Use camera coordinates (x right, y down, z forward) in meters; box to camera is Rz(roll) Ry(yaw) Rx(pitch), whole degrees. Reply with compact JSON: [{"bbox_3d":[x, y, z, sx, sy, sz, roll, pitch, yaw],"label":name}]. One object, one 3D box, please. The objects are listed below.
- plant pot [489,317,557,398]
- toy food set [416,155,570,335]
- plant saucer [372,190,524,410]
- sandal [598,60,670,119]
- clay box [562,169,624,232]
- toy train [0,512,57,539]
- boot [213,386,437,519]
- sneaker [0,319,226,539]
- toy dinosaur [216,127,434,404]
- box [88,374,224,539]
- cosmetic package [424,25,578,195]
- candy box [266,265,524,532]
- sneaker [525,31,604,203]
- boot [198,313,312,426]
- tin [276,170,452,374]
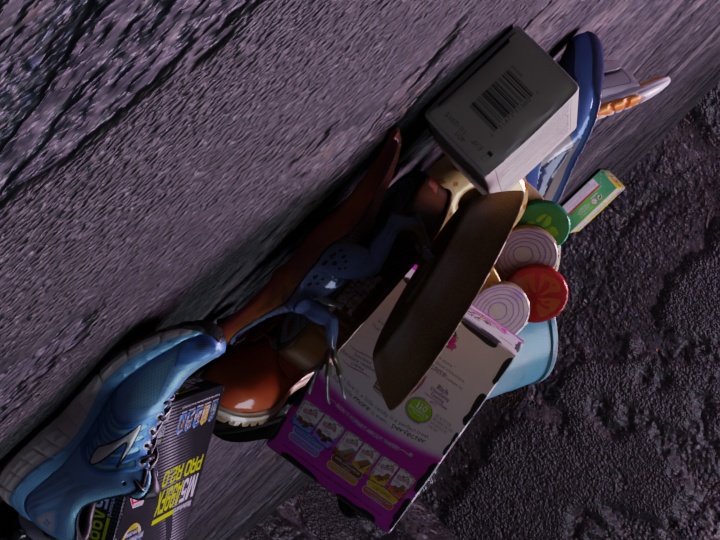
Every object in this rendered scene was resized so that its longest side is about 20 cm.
[{"bbox_3d":[0.065,0.056,1.886,0.188,0.200,0.200,-23,166,-23],"label":"plant pot"},{"bbox_3d":[0.093,-0.004,1.667,0.200,0.198,0.049,-42,-151,7],"label":"toy food set"},{"bbox_3d":[0.060,0.015,1.453,0.200,0.035,0.200,-59,-176,7],"label":"plant saucer"},{"bbox_3d":[0.197,-0.166,1.767,0.206,0.059,0.079,-19,178,-13],"label":"sandal"},{"bbox_3d":[0.397,-0.120,3.223,0.115,0.048,0.200,-44,174,10],"label":"clay box"},{"bbox_3d":[-0.287,0.252,1.503,0.200,0.085,0.114,-46,163,25],"label":"toy train"},{"bbox_3d":[-0.038,0.166,1.778,0.211,0.158,0.079,-11,-149,2],"label":"boot"},{"bbox_3d":[-0.159,0.114,1.305,0.200,0.090,0.078,-45,173,14],"label":"sneaker"},{"bbox_3d":[-0.040,-0.007,1.444,0.181,0.200,0.105,-16,-157,-3],"label":"toy dinosaur"},{"bbox_3d":[-0.172,0.168,1.451,0.200,0.044,0.160,-8,114,-77],"label":"box"},{"bbox_3d":[0.116,-0.121,1.496,0.105,0.071,0.200,-43,173,0],"label":"cosmetic package"},{"bbox_3d":[0.030,0.106,1.619,0.200,0.136,0.061,-55,176,16],"label":"candy box"},{"bbox_3d":[0.159,-0.127,1.687,0.074,0.082,0.200,-101,-148,-71],"label":"sneaker"},{"bbox_3d":[-0.071,0.064,1.650,0.200,0.075,0.107,-31,152,-51],"label":"boot"},{"bbox_3d":[0.000,0.000,1.560,0.200,0.042,0.112,-49,-170,14],"label":"tin"}]
